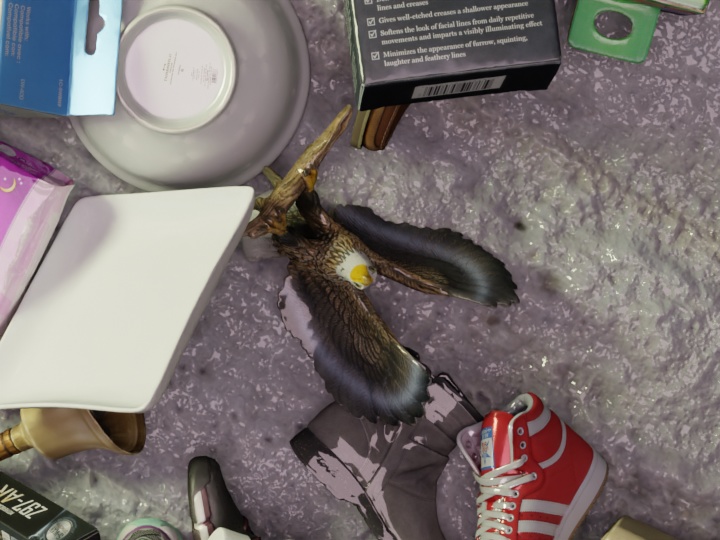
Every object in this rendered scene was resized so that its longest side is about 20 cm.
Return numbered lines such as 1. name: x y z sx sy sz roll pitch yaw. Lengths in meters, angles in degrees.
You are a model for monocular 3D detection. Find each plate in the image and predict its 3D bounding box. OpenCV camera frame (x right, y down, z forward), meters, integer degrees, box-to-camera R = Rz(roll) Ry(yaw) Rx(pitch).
1. plate: -0.180 0.028 1.678 0.032 0.199 0.200 47 55 -37

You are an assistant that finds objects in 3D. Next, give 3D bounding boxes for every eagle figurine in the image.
1. eagle figurine: 0.000 0.004 1.718 0.151 0.151 0.200 -35 114 29

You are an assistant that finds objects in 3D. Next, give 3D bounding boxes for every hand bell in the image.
1. hand bell: -0.279 0.138 1.764 0.199 0.104 0.105 -27 94 15

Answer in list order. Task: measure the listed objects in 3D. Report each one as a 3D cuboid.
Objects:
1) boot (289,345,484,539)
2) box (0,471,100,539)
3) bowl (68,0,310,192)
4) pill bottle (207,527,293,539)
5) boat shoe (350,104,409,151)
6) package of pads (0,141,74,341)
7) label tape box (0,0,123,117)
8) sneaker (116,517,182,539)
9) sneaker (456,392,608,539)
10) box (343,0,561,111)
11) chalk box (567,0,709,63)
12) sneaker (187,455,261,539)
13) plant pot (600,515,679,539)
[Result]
1. boot: 0.053 0.158 1.763 0.132 0.070 0.200 -44 99 -3
2. box: -0.259 0.236 1.695 0.043 0.199 0.161 -26 123 -35
3. bowl: -0.139 -0.154 1.723 0.199 0.090 0.203 0 96 1
4. pill bottle: -0.030 0.271 1.690 0.199 0.116 0.116 23 95 -12
5. boat shoe: 0.057 -0.177 1.726 0.068 0.072 0.201 24 95 0
6. package of pads: -0.315 -0.006 1.746 0.120 0.076 0.201 25 95 -2
7. label tape box: -0.281 -0.190 1.688 0.199 0.063 0.145 0 83 23
8. sneaker: -0.171 0.301 1.738 0.077 0.140 0.202 -5 95 1
9. sneaker: 0.109 0.183 1.709 0.113 0.071 0.200 48 50 -20
10. box: 0.058 -0.230 1.647 0.147 0.107 0.202 -6 85 -2
11. chalk box: 0.210 -0.260 1.691 0.124 0.124 0.201 14 95 0
12. sneaker: -0.068 0.231 1.773 0.115 0.076 0.201 -13 105 -3
13. plant pot: 0.222 0.298 1.718 0.177 0.200 0.200 40 95 9
